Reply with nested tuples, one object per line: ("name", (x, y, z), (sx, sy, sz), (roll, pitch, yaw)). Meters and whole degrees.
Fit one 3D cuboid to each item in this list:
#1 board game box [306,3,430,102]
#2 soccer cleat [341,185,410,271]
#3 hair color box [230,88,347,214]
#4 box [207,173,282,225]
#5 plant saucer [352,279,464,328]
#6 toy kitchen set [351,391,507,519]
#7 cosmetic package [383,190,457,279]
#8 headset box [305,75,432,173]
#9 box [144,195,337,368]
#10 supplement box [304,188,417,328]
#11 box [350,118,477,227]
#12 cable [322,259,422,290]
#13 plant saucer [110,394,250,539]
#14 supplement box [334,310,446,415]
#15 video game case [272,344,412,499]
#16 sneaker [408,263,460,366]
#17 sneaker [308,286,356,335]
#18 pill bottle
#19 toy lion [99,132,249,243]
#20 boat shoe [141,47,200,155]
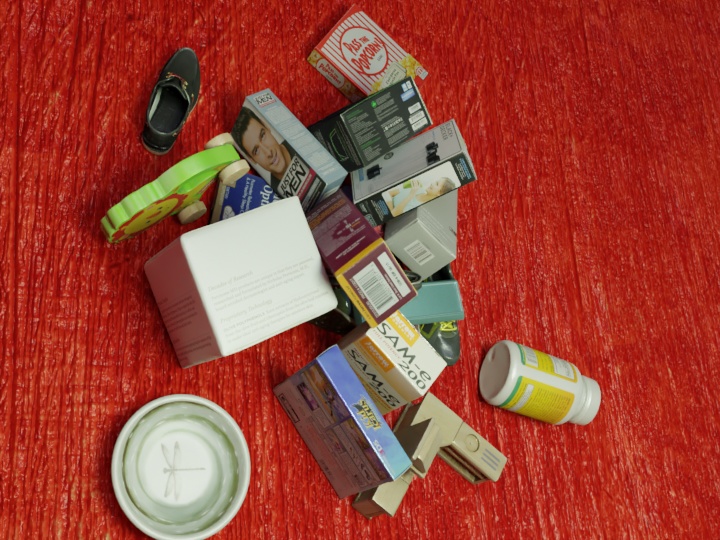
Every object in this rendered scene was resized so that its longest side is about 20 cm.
("board game box", (0.018, -0.381, 1.619), (0.199, 0.046, 0.153), (40, 57, -8))
("soccer cleat", (0.027, -0.063, 1.479), (0.066, 0.076, 0.203), (-20, 81, -32))
("hair color box", (-0.121, -0.188, 1.411), (0.200, 0.099, 0.060), (47, 44, 11))
("box", (-0.149, -0.086, 1.424), (0.196, 0.032, 0.124), (19, 63, -21))
("plant saucer", (0.081, 0.054, 1.406), (0.196, 0.019, 0.072), (-4, 75, -23))
("toy kitchen set", (0.126, 0.316, 1.327), (0.180, 0.163, 0.201), (39, 58, -8))
("cosmetic package", (0.106, -0.095, 1.480), (0.106, 0.090, 0.202), (39, 36, -26))
("headset box", (-0.009, -0.232, 1.462), (0.173, 0.198, 0.094), (-35, 104, -32))
("box", (-0.178, 0.020, 1.251), (0.197, 0.198, 0.175), (-23, 91, -31))
("supplement box", (-0.007, -0.022, 1.269), (0.085, 0.200, 0.111), (-35, 123, -1))
("box", (0.084, -0.159, 1.414), (0.061, 0.197, 0.118), (58, 16, -33))
("cable", (0.000, 0.000, 1.386), (0.097, 0.196, 0.052), (-30, 123, -54))
("plant saucer", (-0.254, 0.279, 1.211), (0.196, 0.050, 0.205), (10, 67, -23))
("supplement box", (0.026, 0.147, 1.321), (0.126, 0.200, 0.074), (46, 57, -2))
("video game case", (-0.031, 0.228, 1.269), (0.045, 0.181, 0.202), (-31, 86, -33))
("sneaker", (0.134, 0.062, 1.480), (0.073, 0.085, 0.204), (-6, 73, -28))
("sneaker", (-0.017, 0.055, 1.420), (0.197, 0.067, 0.092), (21, 56, -20))
("pill bottle", (0.315, 0.202, 1.502), (0.196, 0.113, 0.115), (19, 62, -19))
("toy lion", (-0.285, -0.111, 1.271), (0.069, 0.199, 0.191), (57, 38, 3))
("boat shoe", (-0.302, -0.287, 1.408), (0.072, 0.063, 0.205), (21, 60, -15))
